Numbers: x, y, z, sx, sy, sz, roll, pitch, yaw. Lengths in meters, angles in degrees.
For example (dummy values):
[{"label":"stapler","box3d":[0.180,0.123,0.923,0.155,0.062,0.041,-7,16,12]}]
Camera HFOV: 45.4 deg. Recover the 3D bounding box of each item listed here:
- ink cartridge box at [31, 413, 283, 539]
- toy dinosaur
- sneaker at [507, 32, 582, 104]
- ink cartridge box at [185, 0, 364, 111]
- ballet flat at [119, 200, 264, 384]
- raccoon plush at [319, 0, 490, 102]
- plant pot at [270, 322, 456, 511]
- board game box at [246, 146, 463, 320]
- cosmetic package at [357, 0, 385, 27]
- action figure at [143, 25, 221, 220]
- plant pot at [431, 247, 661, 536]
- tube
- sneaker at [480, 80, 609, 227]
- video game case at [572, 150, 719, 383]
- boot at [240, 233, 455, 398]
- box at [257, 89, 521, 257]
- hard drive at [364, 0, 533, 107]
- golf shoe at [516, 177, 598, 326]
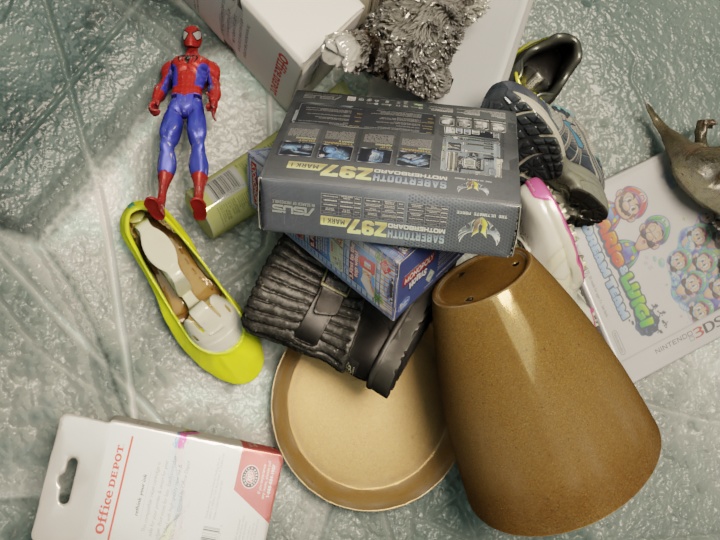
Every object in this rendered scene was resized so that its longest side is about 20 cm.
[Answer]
[{"label":"ink cartridge box","box3d":[-0.179,0.200,0.773,0.197,0.067,0.119,15,82,-10]},{"label":"toy dinosaur","box3d":[0.363,-0.096,0.871,0.200,0.077,0.102,46,64,-9]},{"label":"sneaker","box3d":[0.142,-0.169,0.854,0.074,0.085,0.200,42,79,-4]},{"label":"ink cartridge box","box3d":[-0.099,-0.261,0.788,0.084,0.144,0.200,-43,93,-11]},{"label":"ballet flat","box3d":[-0.158,0.021,0.792,0.066,0.067,0.201,-35,92,-12]},{"label":"raccoon plush","box3d":[0.056,-0.224,0.737,0.096,0.200,0.135,32,112,6]},{"label":"plant pot","box3d":[0.010,0.128,0.835,0.196,0.027,0.204,1,86,-10]},{"label":"board game box","box3d":[0.006,-0.069,0.767,0.198,0.062,0.200,26,43,25]},{"label":"cosmetic package","box3d":[-0.031,-0.343,0.830,0.103,0.073,0.201,-33,84,-10]},{"label":"action figure","box3d":[-0.161,-0.145,0.795,0.064,0.052,0.203,-2,61,1]},{"label":"plant pot","box3d":[0.143,0.090,0.751,0.185,0.186,0.202,-30,111,-11]},{"label":"tube","box3d":[-0.074,-0.103,0.832,0.199,0.059,0.052,-35,48,-17]},{"label":"sneaker","box3d":[0.171,-0.122,0.816,0.200,0.077,0.088,39,51,-43]},{"label":"video game case","box3d":[0.309,-0.009,0.902,0.180,0.024,0.203,-24,89,-12]},{"label":"boot","box3d":[0.000,-0.001,0.798,0.156,0.080,0.212,26,57,11]},{"label":"box","box3d":[0.028,-0.083,0.693,0.196,0.159,0.052,6,125,4]},{"label":"hard drive","box3d":[0.089,-0.223,0.843,0.130,0.027,0.203,15,77,22]},{"label":"golf shoe","box3d":[0.169,0.010,0.822,0.090,0.076,0.202,-19,119,2]}]
